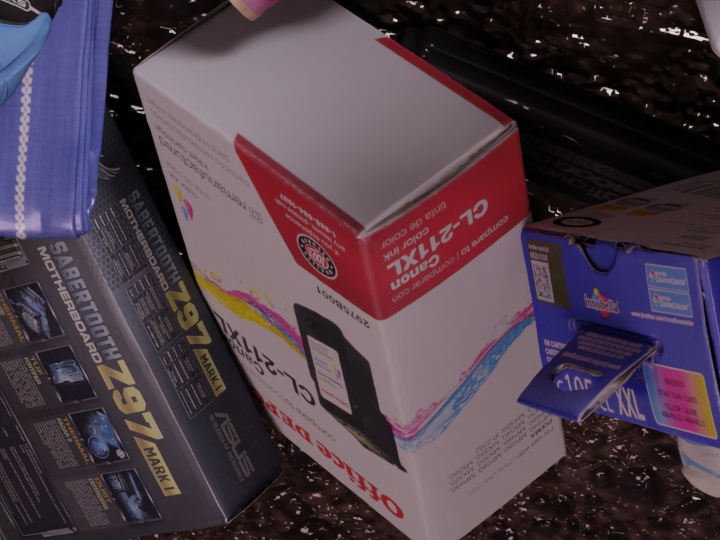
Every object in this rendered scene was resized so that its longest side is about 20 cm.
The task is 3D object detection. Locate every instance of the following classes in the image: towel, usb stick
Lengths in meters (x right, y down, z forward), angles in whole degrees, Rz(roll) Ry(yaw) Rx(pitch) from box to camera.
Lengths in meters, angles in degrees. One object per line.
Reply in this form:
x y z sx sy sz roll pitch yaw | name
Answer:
-0.197 -0.091 1.002 0.199 0.024 0.145 5 94 12 | towel
0.102 -0.047 1.022 0.200 0.033 0.055 21 147 -8 | usb stick

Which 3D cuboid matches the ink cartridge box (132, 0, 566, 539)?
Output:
0.000 0.000 1.015 0.146 0.083 0.200 36 153 36 | ink cartridge box

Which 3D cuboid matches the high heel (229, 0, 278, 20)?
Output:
-0.059 -0.186 0.900 0.096 0.067 0.200 -34 112 14 | high heel

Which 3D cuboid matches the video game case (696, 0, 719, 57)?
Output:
0.164 -0.085 0.824 0.182 0.200 0.023 34 118 -28 | video game case

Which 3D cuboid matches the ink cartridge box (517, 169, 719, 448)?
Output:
0.152 0.006 0.917 0.200 0.136 0.077 -14 100 -21 | ink cartridge box

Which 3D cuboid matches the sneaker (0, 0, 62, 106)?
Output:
-0.201 -0.120 0.960 0.199 0.083 0.071 22 144 22 | sneaker

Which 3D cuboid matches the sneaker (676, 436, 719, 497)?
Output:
0.239 0.066 1.087 0.199 0.072 0.073 1 108 4 | sneaker

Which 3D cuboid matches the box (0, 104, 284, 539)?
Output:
-0.141 0.025 1.091 0.157 0.051 0.200 -13 110 41 | box
